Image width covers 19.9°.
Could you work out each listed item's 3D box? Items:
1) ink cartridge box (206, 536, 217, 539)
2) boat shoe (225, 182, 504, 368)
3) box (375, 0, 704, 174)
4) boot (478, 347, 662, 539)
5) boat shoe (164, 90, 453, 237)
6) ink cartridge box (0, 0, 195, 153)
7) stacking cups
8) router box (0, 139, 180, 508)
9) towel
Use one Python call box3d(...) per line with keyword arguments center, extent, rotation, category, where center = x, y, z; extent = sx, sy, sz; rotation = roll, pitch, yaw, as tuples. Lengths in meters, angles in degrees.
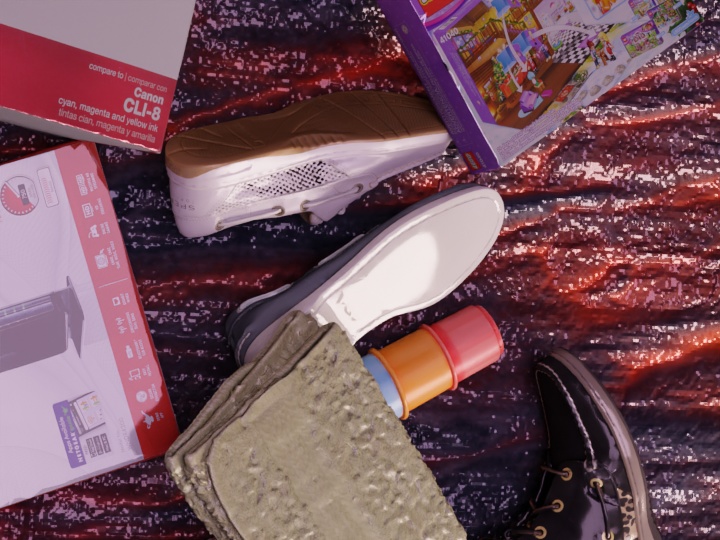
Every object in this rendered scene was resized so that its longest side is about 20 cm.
box3d(center=(-0.142, 0.267, 1.271), extent=(0.199, 0.084, 0.147), rotation=(-19, 97, -15), category="ink cartridge box")
box3d(center=(0.000, 0.000, 1.309), extent=(0.199, 0.062, 0.073), rotation=(-36, 132, -9), category="boat shoe")
box3d(center=(0.117, -0.171, 1.325), extent=(0.200, 0.039, 0.137), rotation=(-35, 102, -27), category="box")
box3d(center=(0.113, 0.167, 1.350), extent=(0.150, 0.073, 0.201), rotation=(-22, 104, -14), category="boot")
box3d(center=(-0.031, -0.064, 1.304), extent=(0.199, 0.071, 0.070), rotation=(-12, 122, -23), category="boat shoe")
box3d(center=(-0.185, -0.187, 1.186), extent=(0.144, 0.145, 0.202), rotation=(14, 89, -43), category="ink cartridge box")
box3d(center=(0.002, 0.084, 1.316), extent=(0.199, 0.060, 0.061), rotation=(-26, 99, -13), category="stacking cups")
box3d(center=(-0.222, 0.040, 1.256), extent=(0.178, 0.049, 0.202), rotation=(-18, 97, -15), category="router box")
box3d(center=(-0.023, 0.140, 1.254), extent=(0.148, 0.036, 0.201), rotation=(-44, 111, -28), category="towel")
